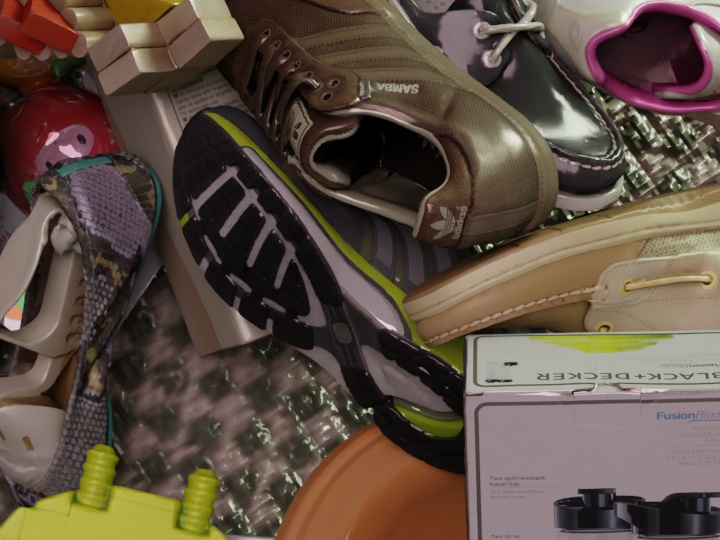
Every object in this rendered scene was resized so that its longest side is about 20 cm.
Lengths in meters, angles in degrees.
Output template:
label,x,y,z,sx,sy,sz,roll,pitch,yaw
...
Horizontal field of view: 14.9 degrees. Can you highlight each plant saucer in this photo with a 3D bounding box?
label,x,y,z,sx,sy,sz,roll,pitch,yaw
plant saucer,0.056,0.155,1.229,0.199,0.037,0.201,3,79,-17

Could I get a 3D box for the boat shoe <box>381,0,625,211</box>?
label,x,y,z,sx,sy,sz,roll,pitch,yaw
boat shoe,0.044,-0.105,1.199,0.200,0.074,0.060,45,130,25

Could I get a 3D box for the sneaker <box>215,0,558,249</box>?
label,x,y,z,sx,sy,sz,roll,pitch,yaw
sneaker,-0.009,-0.073,1.155,0.200,0.075,0.071,32,122,34

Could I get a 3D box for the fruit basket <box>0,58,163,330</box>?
label,x,y,z,sx,sy,sz,roll,pitch,yaw
fruit basket,-0.163,-0.079,1.318,0.200,0.094,0.186,34,83,9

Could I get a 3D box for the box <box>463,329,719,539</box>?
label,x,y,z,sx,sy,sz,roll,pitch,yaw
box,0.101,0.127,1.133,0.116,0.060,0.201,-2,112,4

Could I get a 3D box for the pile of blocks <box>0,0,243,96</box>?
label,x,y,z,sx,sy,sz,roll,pitch,yaw
pile of blocks,-0.145,-0.125,1.205,0.199,0.062,0.083,12,104,35

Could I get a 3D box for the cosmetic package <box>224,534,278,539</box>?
label,x,y,z,sx,sy,sz,roll,pitch,yaw
cosmetic package,-0.066,0.222,1.251,0.101,0.074,0.201,2,77,7

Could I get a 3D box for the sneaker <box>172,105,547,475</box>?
label,x,y,z,sx,sy,sz,roll,pitch,yaw
sneaker,0.000,0.000,1.215,0.200,0.074,0.081,45,44,-4

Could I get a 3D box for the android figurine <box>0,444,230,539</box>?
label,x,y,z,sx,sy,sz,roll,pitch,yaw
android figurine,-0.111,0.177,1.179,0.181,0.041,0.201,16,83,-3

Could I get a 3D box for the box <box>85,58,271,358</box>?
label,x,y,z,sx,sy,sz,roll,pitch,yaw
box,-0.061,-0.070,1.273,0.095,0.078,0.201,-20,90,-21

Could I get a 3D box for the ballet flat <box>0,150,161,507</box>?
label,x,y,z,sx,sy,sz,roll,pitch,yaw
ballet flat,-0.145,0.039,1.265,0.072,0.072,0.201,17,110,11

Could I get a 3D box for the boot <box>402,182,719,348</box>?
label,x,y,z,sx,sy,sz,roll,pitch,yaw
boot,0.125,0.049,1.174,0.199,0.073,0.156,-14,92,-22

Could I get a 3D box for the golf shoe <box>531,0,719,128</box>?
label,x,y,z,sx,sy,sz,roll,pitch,yaw
golf shoe,0.165,-0.091,1.248,0.199,0.092,0.076,10,112,-20
